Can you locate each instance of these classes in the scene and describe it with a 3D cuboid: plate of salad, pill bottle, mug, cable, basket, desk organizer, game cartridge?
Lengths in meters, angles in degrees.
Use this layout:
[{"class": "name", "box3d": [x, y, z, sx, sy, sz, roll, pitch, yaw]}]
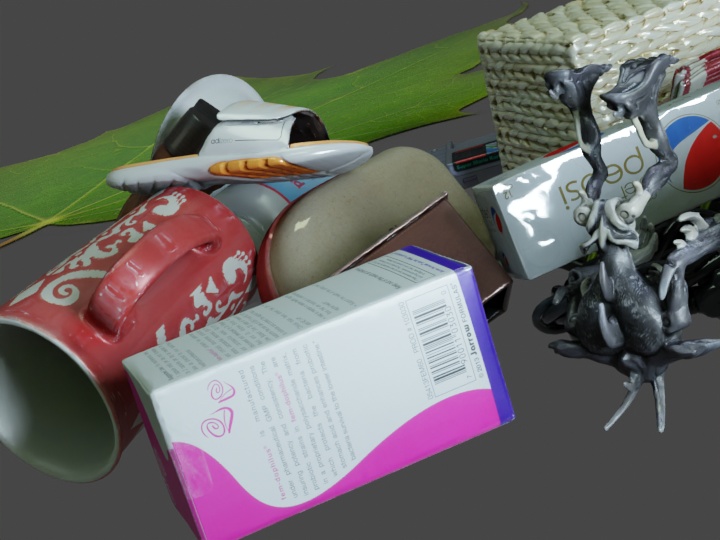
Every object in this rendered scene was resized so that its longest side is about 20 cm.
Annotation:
[{"class": "plate of salad", "box3d": [-0.137, -0.079, 1.395, 0.048, 0.201, 0.200, 7, 25, 31]}, {"class": "pill bottle", "box3d": [-0.074, -0.038, 1.350, 0.108, 0.109, 0.200, -8, 17, 33]}, {"class": "mug", "box3d": [-0.150, 0.032, 1.055, 0.177, 0.134, 0.200, -14, 22, 39]}, {"class": "cable", "box3d": [0.204, -0.005, 0.988, 0.199, 0.051, 0.163, -18, 14, 2]}, {"class": "basket", "box3d": [0.231, -0.153, 1.324, 0.197, 0.162, 0.200, -21, 16, -16]}, {"class": "desk organizer", "box3d": [0.001, 0.044, 1.013, 0.200, 0.077, 0.072, -36, -16, -10]}, {"class": "game cartridge", "box3d": [0.157, -0.126, 1.569, 0.199, 0.039, 0.130, -16, 10, 7]}]

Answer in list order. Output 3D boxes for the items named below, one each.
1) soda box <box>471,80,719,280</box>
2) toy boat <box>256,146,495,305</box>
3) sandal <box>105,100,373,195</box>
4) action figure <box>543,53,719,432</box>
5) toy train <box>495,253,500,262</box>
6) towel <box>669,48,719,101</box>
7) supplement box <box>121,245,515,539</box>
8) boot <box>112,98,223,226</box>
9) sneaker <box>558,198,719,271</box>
[{"class": "soda box", "box3d": [0.180, -0.063, 1.003, 0.199, 0.068, 0.064, -23, 6, -6]}, {"class": "toy boat", "box3d": [0.000, 0.000, 1.156, 0.200, 0.131, 0.131, -31, -11, -44]}, {"class": "sandal", "box3d": [-0.094, -0.095, 1.112, 0.205, 0.060, 0.079, -5, -6, 17]}, {"class": "action figure", "box3d": [0.159, -0.017, 0.843, 0.102, 0.201, 0.119, -13, 8, -40]}, {"class": "toy train", "box3d": [0.071, -0.024, 1.273, 0.199, 0.042, 0.056, -7, 28, 37]}, {"class": "towel", "box3d": [0.318, -0.132, 1.208, 0.199, 0.145, 0.023, -23, 49, -21]}, {"class": "supplement box", "box3d": [-0.027, 0.071, 0.902, 0.199, 0.102, 0.103, -21, 14, -16]}, {"class": "boot", "box3d": [-0.167, -0.041, 1.262, 0.200, 0.068, 0.188, -53, 6, 9]}, {"class": "sneaker", "box3d": [0.218, -0.039, 1.114, 0.199, 0.076, 0.076, -7, 5, 7]}]
